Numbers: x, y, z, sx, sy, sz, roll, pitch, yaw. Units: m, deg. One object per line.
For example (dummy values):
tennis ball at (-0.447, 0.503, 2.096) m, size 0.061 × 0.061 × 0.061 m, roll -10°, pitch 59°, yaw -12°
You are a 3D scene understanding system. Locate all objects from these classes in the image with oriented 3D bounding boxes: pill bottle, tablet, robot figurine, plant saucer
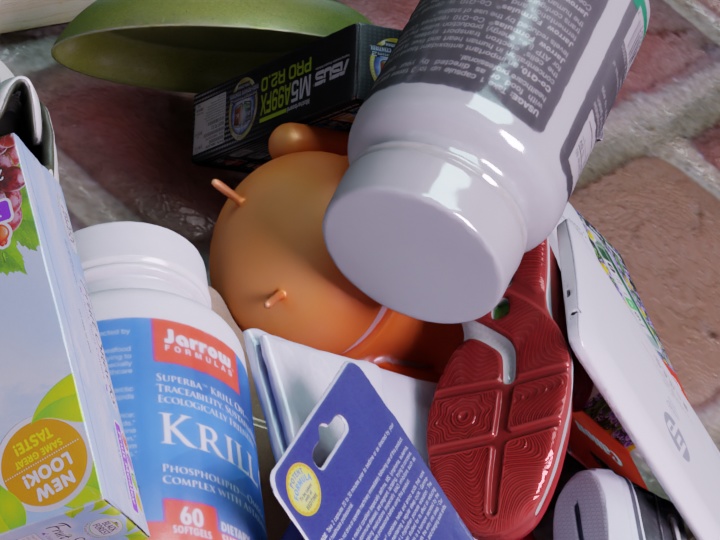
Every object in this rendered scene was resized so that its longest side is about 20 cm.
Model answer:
pill bottle at (-0.102, 0.078, 1.117) m, size 0.112 × 0.112 × 0.200 m, roll 12°, pitch 47°, yaw -24°
pill bottle at (0.062, -0.078, 1.252) m, size 0.113 × 0.113 × 0.200 m, roll 29°, pitch 55°, yaw -1°
tablet at (0.156, 0.077, 1.294) m, size 0.200 × 0.014 × 0.130 m, roll 55°, pitch 17°, yaw -23°
robot figurine at (-0.001, -0.001, 1.337) m, size 0.117 × 0.144 × 0.200 m, roll 13°, pitch 0°, yaw 39°
plant saucer at (-0.075, -0.132, 1.430) m, size 0.200 × 0.200 × 0.031 m, roll 5°, pitch 83°, yaw -31°

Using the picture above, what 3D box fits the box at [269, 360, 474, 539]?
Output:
box at (0.022, 0.147, 1.097) m, size 0.200 × 0.032 × 0.121 m, roll 58°, pitch 28°, yaw -12°

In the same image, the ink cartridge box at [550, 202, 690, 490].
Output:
ink cartridge box at (0.133, 0.043, 1.419) m, size 0.109 × 0.050 × 0.200 m, roll 40°, pitch 20°, yaw -41°

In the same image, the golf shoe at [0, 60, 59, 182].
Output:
golf shoe at (-0.188, -0.073, 1.334) m, size 0.078 × 0.097 × 0.200 m, roll 8°, pitch 37°, yaw -26°

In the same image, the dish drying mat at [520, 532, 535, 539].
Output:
dish drying mat at (0.001, 0.127, 1.279) m, size 0.200 × 0.018 × 0.077 m, roll 11°, pitch 37°, yaw -27°

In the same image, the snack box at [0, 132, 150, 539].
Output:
snack box at (-0.204, 0.059, 1.030) m, size 0.068 × 0.200 × 0.169 m, roll 54°, pitch 18°, yaw -66°

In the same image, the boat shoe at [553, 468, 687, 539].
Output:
boat shoe at (0.144, 0.187, 1.228) m, size 0.071 × 0.072 × 0.200 m, roll 13°, pitch 54°, yaw -22°

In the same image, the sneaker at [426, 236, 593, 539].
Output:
sneaker at (0.091, 0.069, 1.270) m, size 0.116 × 0.078 × 0.200 m, roll 54°, pitch 34°, yaw -44°

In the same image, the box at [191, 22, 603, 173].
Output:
box at (0.017, -0.087, 1.427) m, size 0.160 × 0.200 × 0.044 m, roll 9°, pitch 78°, yaw -29°

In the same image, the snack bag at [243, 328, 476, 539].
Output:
snack bag at (0.026, 0.126, 1.186) m, size 0.200 × 0.021 × 0.189 m, roll 20°, pitch 48°, yaw -56°

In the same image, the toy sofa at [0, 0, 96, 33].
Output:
toy sofa at (-0.216, -0.195, 1.504) m, size 0.083 × 0.098 × 0.200 m, roll 20°, pitch 25°, yaw 34°

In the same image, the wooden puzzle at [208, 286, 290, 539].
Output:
wooden puzzle at (-0.094, 0.109, 1.199) m, size 0.185 × 0.037 × 0.200 m, roll -18°, pitch 60°, yaw -35°
